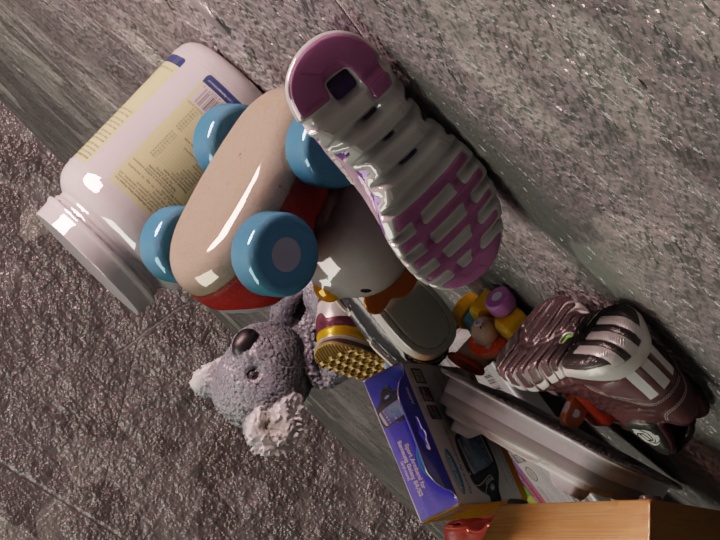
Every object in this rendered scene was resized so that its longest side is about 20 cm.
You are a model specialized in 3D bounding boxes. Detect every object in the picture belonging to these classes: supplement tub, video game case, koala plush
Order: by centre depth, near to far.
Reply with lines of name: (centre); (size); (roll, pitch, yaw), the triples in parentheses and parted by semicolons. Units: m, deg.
supplement tub: (-0.163, -0.077, 1.801); (0.145, 0.200, 0.145); (42, 172, 7)
video game case: (0.122, 0.142, 1.886); (0.201, 0.023, 0.182); (53, 154, -6)
koala plush: (-0.073, 0.087, 2.181); (0.177, 0.200, 0.184); (36, 169, 40)

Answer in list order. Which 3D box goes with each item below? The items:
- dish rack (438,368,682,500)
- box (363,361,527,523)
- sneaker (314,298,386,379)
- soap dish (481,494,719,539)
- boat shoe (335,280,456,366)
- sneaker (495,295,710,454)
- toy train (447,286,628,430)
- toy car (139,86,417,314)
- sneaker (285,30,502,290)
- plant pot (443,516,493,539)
dish rack: (0.152, 0.141, 1.672); (0.171, 0.044, 0.200); (29, -179, 27)
box: (0.065, 0.135, 1.674); (0.200, 0.041, 0.120); (10, -125, -66)
sneaker: (0.044, 0.067, 2.017); (0.199, 0.091, 0.075); (24, 147, -35)
soap dish: (0.201, 0.217, 1.593); (0.156, 0.082, 0.199); (12, 166, -36)
boat shoe: (0.000, 0.000, 1.727); (0.201, 0.075, 0.060); (58, 153, 16)
sneaker: (0.169, 0.082, 1.449); (0.115, 0.076, 0.200); (43, 172, -13)
toy train: (0.132, 0.081, 1.679); (0.150, 0.056, 0.200); (46, 171, -9)
toy car: (-0.031, -0.022, 1.630); (0.199, 0.178, 0.184); (34, 165, -29)
sneaker: (0.019, -0.077, 1.398); (0.201, 0.080, 0.088); (52, 176, -19)
plant pot: (0.173, 0.335, 2.133); (0.201, 0.199, 0.197); (157, 100, -81)
